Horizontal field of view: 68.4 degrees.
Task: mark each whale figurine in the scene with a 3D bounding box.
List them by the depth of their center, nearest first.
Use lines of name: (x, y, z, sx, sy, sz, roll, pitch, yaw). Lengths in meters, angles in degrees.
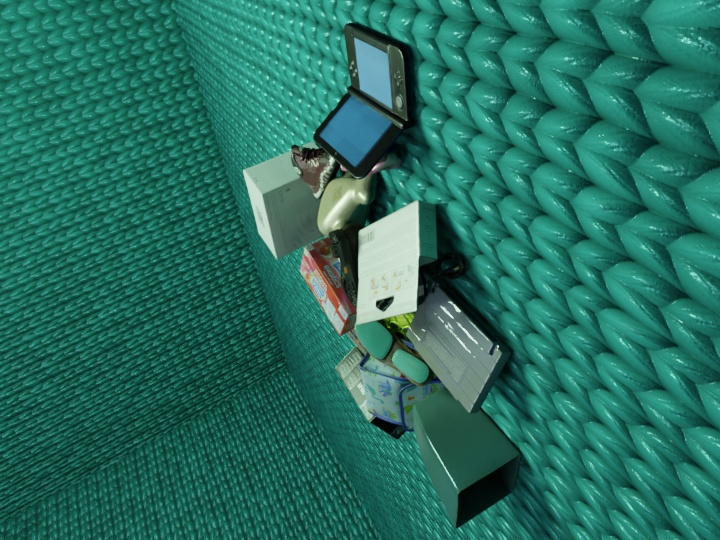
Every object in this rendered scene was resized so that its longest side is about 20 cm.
whale figurine: (-0.012, -0.137, 1.106, 0.198, 0.101, 0.165, -27, 48, 54)

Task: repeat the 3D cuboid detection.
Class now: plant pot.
plant pot: (0.188, 0.340, 1.024, 0.201, 0.137, 0.145, 54, 159, 43)

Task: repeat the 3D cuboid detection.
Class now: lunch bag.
lunch bag: (0.105, 0.256, 1.164, 0.193, 0.129, 0.174, 12, 136, 22)

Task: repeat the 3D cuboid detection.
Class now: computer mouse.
computer mouse: (0.111, 0.018, 0.923, 0.199, 0.033, 0.061, -37, 59, 53)

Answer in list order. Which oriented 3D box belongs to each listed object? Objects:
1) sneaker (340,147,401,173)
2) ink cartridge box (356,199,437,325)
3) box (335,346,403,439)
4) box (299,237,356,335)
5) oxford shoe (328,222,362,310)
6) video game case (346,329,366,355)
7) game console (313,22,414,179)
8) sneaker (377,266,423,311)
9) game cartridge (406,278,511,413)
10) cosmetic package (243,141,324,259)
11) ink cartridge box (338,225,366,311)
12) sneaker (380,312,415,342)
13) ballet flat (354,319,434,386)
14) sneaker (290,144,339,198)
sneaker: (0.009, -0.229, 0.966, 0.199, 0.076, 0.099, -151, 51, -61)
ink cartridge box: (0.058, -0.005, 0.925, 0.198, 0.043, 0.184, -21, 65, 58)
box: (0.042, 0.327, 1.418, 0.164, 0.086, 0.201, 46, -178, -46)
box: (-0.054, 0.032, 1.246, 0.203, 0.093, 0.101, 55, 149, 21)
oxford shoe: (0.000, 0.000, 1.069, 0.072, 0.083, 0.206, 36, 145, 48)
video game case: (0.007, 0.166, 1.348, 0.200, 0.023, 0.184, 48, 161, 23)
game console: (-0.009, -0.280, 0.863, 0.200, 0.115, 0.175, 47, 155, 46)
sneaker: (0.065, 0.004, 1.045, 0.091, 0.074, 0.203, -104, 33, -44)
game cartridge: (0.160, 0.126, 0.910, 0.201, 0.037, 0.133, 50, 131, 43)
cosmetic package: (-0.164, -0.174, 1.323, 0.123, 0.195, 0.204, 46, 155, 38)
ink cartridge box: (0.014, 0.013, 1.157, 0.037, 0.093, 0.206, 19, -136, -51)
sneaker: (0.083, 0.096, 1.132, 0.196, 0.083, 0.076, 6, 128, 49)
ballet flat: (0.071, 0.165, 1.085, 0.196, 0.069, 0.072, 32, 180, 24)
sneaker: (-0.098, -0.246, 1.140, 0.114, 0.076, 0.201, 38, 145, -1)
